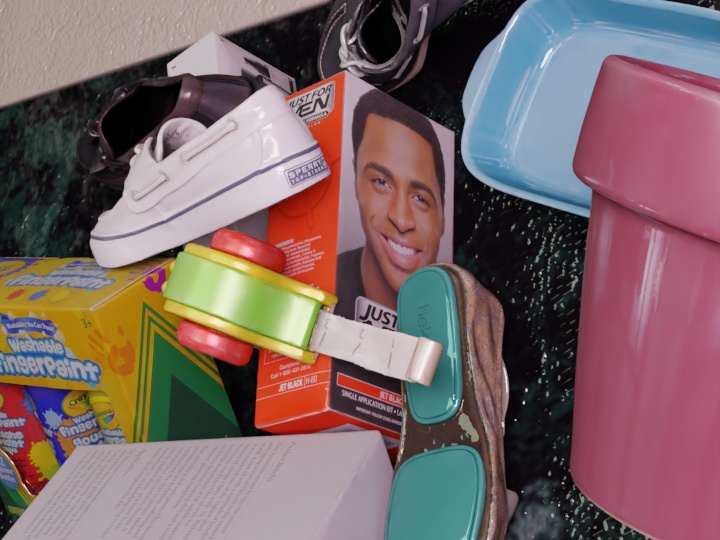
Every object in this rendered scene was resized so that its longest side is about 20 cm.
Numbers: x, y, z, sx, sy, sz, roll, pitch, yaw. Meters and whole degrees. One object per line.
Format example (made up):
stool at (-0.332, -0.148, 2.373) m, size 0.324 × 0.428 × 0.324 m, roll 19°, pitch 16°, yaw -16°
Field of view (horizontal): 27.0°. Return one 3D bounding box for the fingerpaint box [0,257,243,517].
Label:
fingerpaint box at (-0.175, 0.080, 0.948) m, size 0.199 × 0.073 × 0.168 m, roll 2°, pitch 117°, yaw 44°

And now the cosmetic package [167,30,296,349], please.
cosmetic package at (-0.073, -0.051, 0.966) m, size 0.051 × 0.082 × 0.201 m, roll -31°, pitch 53°, yaw 32°

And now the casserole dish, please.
casserole dish at (0.137, -0.084, 0.805) m, size 0.199 × 0.039 × 0.122 m, roll 21°, pitch 88°, yaw 46°

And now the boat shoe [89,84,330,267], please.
boat shoe at (-0.095, -0.054, 0.846) m, size 0.199 × 0.073 × 0.066 m, roll -19°, pitch 99°, yaw 44°

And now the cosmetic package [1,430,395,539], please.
cosmetic package at (-0.084, 0.146, 0.803) m, size 0.199 × 0.072 × 0.102 m, roll -6°, pitch 28°, yaw 27°

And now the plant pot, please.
plant pot at (0.172, 0.020, 0.629) m, size 0.200 × 0.199 × 0.180 m, roll 29°, pitch 109°, yaw 47°

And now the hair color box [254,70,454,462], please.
hair color box at (0.000, 0.000, 0.857) m, size 0.061 × 0.101 × 0.201 m, roll -18°, pitch 61°, yaw 40°

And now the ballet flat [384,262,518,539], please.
ballet flat at (0.055, 0.095, 0.786) m, size 0.068 × 0.067 × 0.201 m, roll -10°, pitch 66°, yaw 36°

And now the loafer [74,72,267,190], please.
loafer at (-0.132, -0.094, 0.933) m, size 0.199 × 0.063 × 0.072 m, roll -4°, pitch 73°, yaw 51°

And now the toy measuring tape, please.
toy measuring tape at (-0.046, 0.020, 0.767) m, size 0.199 × 0.073 × 0.074 m, roll 16°, pitch 83°, yaw 49°

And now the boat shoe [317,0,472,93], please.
boat shoe at (0.008, -0.148, 0.890) m, size 0.073 × 0.063 × 0.200 m, roll 58°, pitch 152°, yaw 1°
